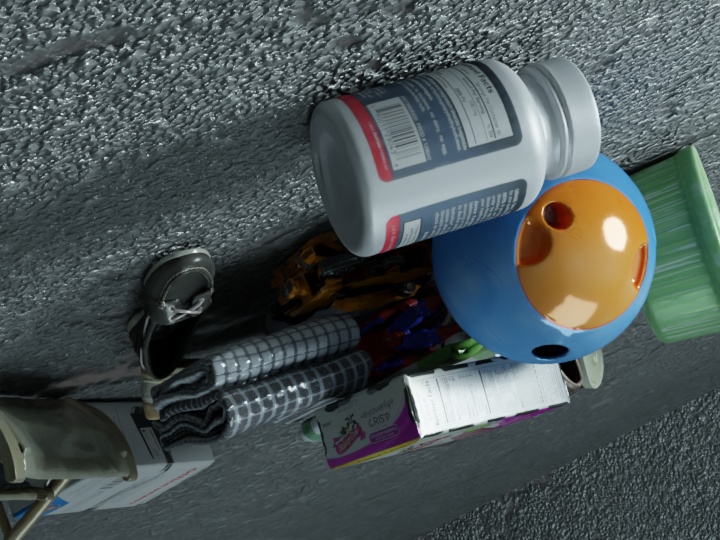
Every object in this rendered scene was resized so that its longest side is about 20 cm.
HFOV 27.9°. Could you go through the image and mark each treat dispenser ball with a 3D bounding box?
[{"bbox_3d":[0.163,-0.018,1.295,0.200,0.202,0.201,-20,163,-6],"label":"treat dispenser ball"}]

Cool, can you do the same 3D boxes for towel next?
[{"bbox_3d":[0.048,0.119,1.473,0.200,0.031,0.149,-30,171,30],"label":"towel"},{"bbox_3d":[-0.100,0.115,1.386,0.165,0.086,0.200,-18,174,-30],"label":"towel"}]

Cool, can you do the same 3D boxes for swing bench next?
[{"bbox_3d":[-0.364,0.193,1.429,0.200,0.130,0.199,-33,160,17],"label":"swing bench"}]

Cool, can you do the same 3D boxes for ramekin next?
[{"bbox_3d":[0.334,-0.021,1.519,0.097,0.201,0.200,-18,165,16],"label":"ramekin"}]

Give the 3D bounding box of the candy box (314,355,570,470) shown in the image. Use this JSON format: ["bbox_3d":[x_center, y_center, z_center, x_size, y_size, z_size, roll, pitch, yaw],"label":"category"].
[{"bbox_3d":[0.077,0.127,1.344,0.199,0.061,0.136,-6,166,-40],"label":"candy box"}]

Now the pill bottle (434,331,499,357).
[{"bbox_3d":[0.123,0.086,1.620,0.114,0.115,0.200,-13,-178,-27],"label":"pill bottle"}]

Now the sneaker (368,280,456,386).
[{"bbox_3d":[0.057,0.071,1.549,0.075,0.071,0.200,-9,161,-44],"label":"sneaker"}]

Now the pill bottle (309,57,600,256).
[{"bbox_3d":[0.073,-0.093,1.092,0.199,0.120,0.120,-16,163,-16],"label":"pill bottle"}]

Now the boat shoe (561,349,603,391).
[{"bbox_3d":[0.201,0.027,1.513,0.067,0.201,0.072,-9,-177,34],"label":"boat shoe"}]

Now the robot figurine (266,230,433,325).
[{"bbox_3d":[0.000,0.000,1.396,0.199,0.058,0.145,-7,158,-42],"label":"robot figurine"}]

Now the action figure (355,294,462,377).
[{"bbox_3d":[0.047,0.064,1.466,0.200,0.066,0.052,-27,178,44],"label":"action figure"}]

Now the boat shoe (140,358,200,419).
[{"bbox_3d":[-0.136,0.131,1.526,0.199,0.070,0.074,4,-175,-19],"label":"boat shoe"}]

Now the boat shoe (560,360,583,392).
[{"bbox_3d":[0.169,0.031,1.455,0.059,0.201,0.072,-15,-177,36],"label":"boat shoe"}]

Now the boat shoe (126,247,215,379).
[{"bbox_3d":[-0.167,0.041,1.316,0.067,0.057,0.200,-14,162,-25],"label":"boat shoe"}]

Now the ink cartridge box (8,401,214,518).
[{"bbox_3d":[-0.288,0.213,1.651,0.144,0.085,0.200,-30,161,28],"label":"ink cartridge box"}]

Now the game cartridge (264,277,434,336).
[{"bbox_3d":[-0.007,0.042,1.558,0.199,0.042,0.133,-19,159,-8],"label":"game cartridge"}]
